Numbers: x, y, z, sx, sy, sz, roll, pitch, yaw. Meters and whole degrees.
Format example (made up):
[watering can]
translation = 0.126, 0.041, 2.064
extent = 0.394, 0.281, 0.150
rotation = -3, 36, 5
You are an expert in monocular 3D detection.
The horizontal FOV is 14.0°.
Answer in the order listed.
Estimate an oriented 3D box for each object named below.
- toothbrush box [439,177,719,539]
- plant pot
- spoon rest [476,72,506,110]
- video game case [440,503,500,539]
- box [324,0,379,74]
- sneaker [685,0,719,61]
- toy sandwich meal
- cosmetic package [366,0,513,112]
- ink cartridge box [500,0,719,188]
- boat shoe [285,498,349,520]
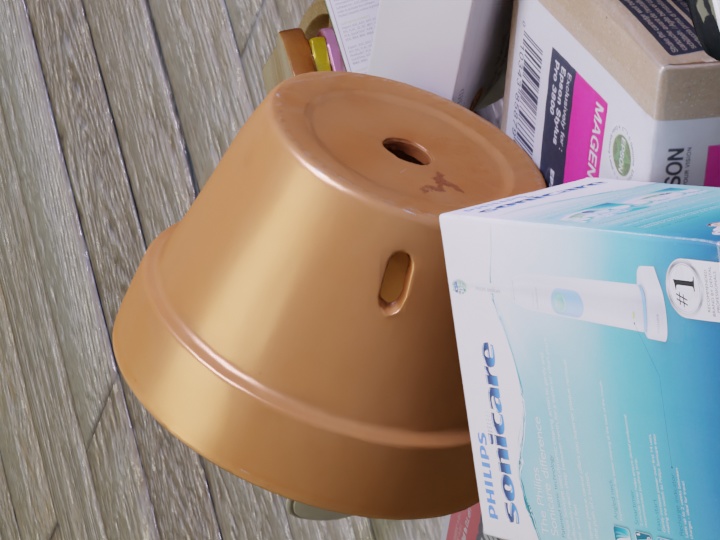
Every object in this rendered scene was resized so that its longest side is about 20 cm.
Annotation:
[toothbrush box]
translation = 0.126, 0.044, 1.202
extent = 0.200, 0.085, 0.147
rotation = 5, 107, 58
[plant pot]
translation = 0.000, 0.000, 1.363
extent = 0.200, 0.200, 0.140
rotation = 58, 134, 50
[spoon rest]
translation = 0.052, -0.146, 1.575
extent = 0.200, 0.061, 0.099
rotation = -102, 15, -56
[video game case]
translation = 0.091, 0.191, 1.634
extent = 0.200, 0.017, 0.143
rotation = -118, 28, -44
[box]
translation = 0.005, -0.120, 1.611
extent = 0.144, 0.036, 0.200
rotation = -105, -1, -80
[sneaker]
translation = 0.113, -0.151, 1.240
extent = 0.073, 0.112, 0.200
rotation = 53, -154, -46
[toy sandwich meal]
translation = -0.027, -0.073, 1.785
extent = 0.205, 0.070, 0.205
rotation = 172, 90, -71
[cosmetic package]
translation = 0.051, -0.159, 1.380
extent = 0.051, 0.083, 0.200
rotation = 25, 134, 16
[ink cartridge box]
translation = 0.127, -0.043, 1.352
extent = 0.165, 0.075, 0.200
rotation = -125, 34, -55
[boat shoe]
translation = 0.003, 0.092, 1.788
extent = 0.200, 0.067, 0.057
rotation = 124, 151, -56
